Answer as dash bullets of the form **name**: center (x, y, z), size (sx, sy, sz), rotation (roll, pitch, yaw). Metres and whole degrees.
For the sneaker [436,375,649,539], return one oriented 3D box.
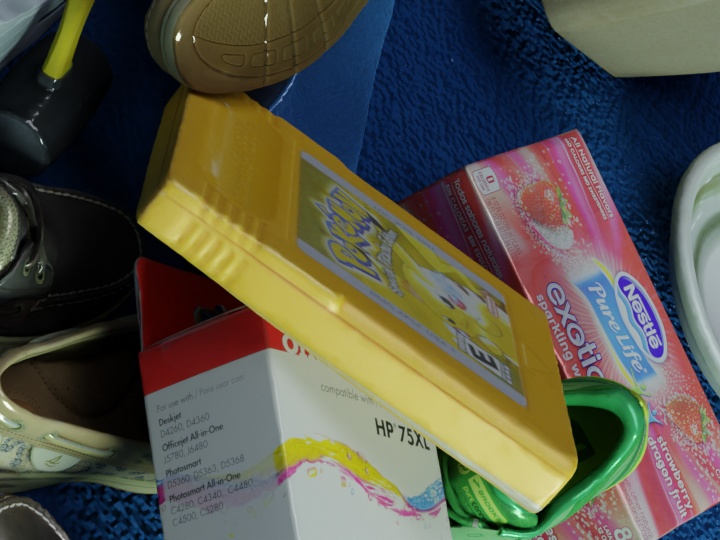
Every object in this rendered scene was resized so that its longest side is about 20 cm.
- **sneaker**: center (0.038, 0.099, 1.040), size (0.200, 0.084, 0.074), rotation (-30, 81, -9)

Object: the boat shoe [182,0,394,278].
- **boat shoe**: center (-0.038, -0.071, 1.111), size (0.084, 0.069, 0.200), rotation (43, 60, -37)

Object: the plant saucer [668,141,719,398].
- **plant saucer**: center (0.233, 0.024, 1.342), size (0.200, 0.050, 0.200), rotation (23, 55, -36)

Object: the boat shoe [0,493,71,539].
- **boat shoe**: center (-0.094, 0.170, 0.927), size (0.072, 0.072, 0.200), rotation (-33, 93, -48)

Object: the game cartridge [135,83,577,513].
- **game cartridge**: center (0.000, 0.000, 0.978), size (0.200, 0.032, 0.176), rotation (38, 16, -13)

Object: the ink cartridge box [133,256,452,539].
- **ink cartridge box**: center (-0.023, 0.087, 0.954), size (0.116, 0.067, 0.200), rotation (20, 55, -53)

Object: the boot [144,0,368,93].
- **boot**: center (-0.066, -0.160, 1.054), size (0.200, 0.155, 0.073), rotation (-44, 145, -35)

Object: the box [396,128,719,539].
- **box**: center (0.091, 0.044, 1.158), size (0.103, 0.095, 0.200), rotation (-19, 83, -48)

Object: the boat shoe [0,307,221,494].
- **boat shoe**: center (-0.095, 0.055, 0.995), size (0.200, 0.063, 0.073), rotation (-9, 75, -47)

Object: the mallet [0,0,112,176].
- **mallet**: center (-0.119, -0.110, 0.970), size (0.041, 0.200, 0.066), rotation (31, 58, 1)

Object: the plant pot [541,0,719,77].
- **plant pot**: center (0.185, -0.210, 1.300), size (0.200, 0.177, 0.200), rotation (19, 54, -66)

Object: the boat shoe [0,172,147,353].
- **boat shoe**: center (-0.160, -0.008, 0.963), size (0.200, 0.065, 0.073), rotation (-5, 71, -47)

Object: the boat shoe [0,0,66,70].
- **boat shoe**: center (-0.175, -0.116, 1.016), size (0.062, 0.072, 0.200), rotation (40, 35, -1)
